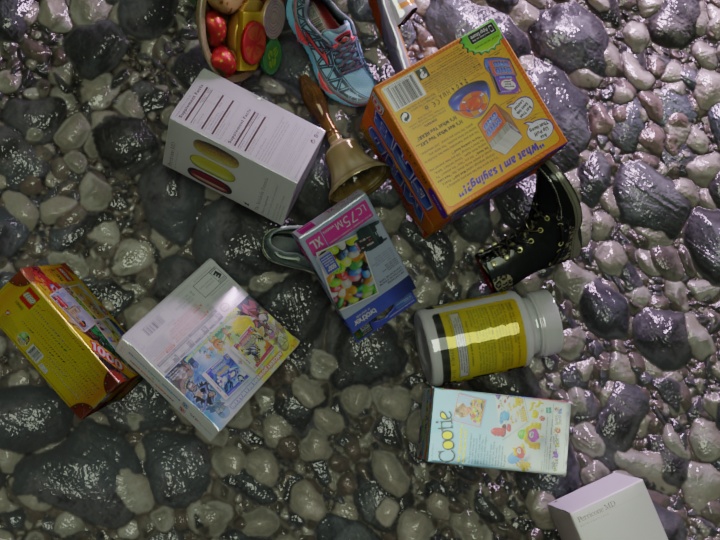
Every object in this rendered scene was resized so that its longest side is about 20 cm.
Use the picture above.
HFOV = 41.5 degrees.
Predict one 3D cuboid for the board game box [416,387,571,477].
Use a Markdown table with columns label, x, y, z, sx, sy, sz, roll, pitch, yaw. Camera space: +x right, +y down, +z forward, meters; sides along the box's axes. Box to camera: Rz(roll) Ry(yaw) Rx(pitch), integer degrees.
| label | x | y | z | sx | sy | sz | roll | pitch | yaw |
| --- | --- | --- | --- | --- | --- | --- | --- | --- | --- |
| board game box | 0.189 | 0.230 | 1.365 | 0.197 | 0.103 | 0.107 | 7 | 82 | -5 |

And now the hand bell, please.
| label | x | y | z | sx | sy | sz | roll | pitch | yaw |
| --- | --- | --- | --- | --- | --- | --- | --- | --- | --- |
| hand bell | -0.044 | -0.209 | 1.418 | 0.103 | 0.104 | 0.202 | -25 | 75 | -8 |

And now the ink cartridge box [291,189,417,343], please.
| label | x | y | z | sx | sy | sz | roll | pitch | yaw |
| --- | --- | --- | --- | --- | --- | --- | --- | --- | --- |
| ink cartridge box | 0.000 | 0.000 | 1.370 | 0.119 | 0.042 | 0.202 | -33 | 114 | -10 |

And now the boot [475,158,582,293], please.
| label | x | y | z | sx | sy | sz | roll | pitch | yaw |
| --- | --- | --- | --- | --- | --- | --- | --- | --- | --- |
| boot | 0.240 | -0.053 | 1.371 | 0.152 | 0.205 | 0.074 | -29 | 51 | -4 |

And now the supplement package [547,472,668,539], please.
| label | x | y | z | sx | sy | sz | roll | pitch | yaw |
| --- | --- | --- | --- | --- | --- | --- | --- | --- | --- |
| supplement package | 0.370 | 0.409 | 1.351 | 0.120 | 0.120 | 0.202 | -22 | 85 | -7 |

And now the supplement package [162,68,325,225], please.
| label | x | y | z | sx | sy | sz | roll | pitch | yaw |
| --- | --- | --- | --- | --- | --- | --- | --- | --- | --- |
| supplement package | -0.169 | -0.176 | 1.363 | 0.198 | 0.114 | 0.110 | 26 | 56 | -1 |

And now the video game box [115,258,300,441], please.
| label | x | y | z | sx | sy | sz | roll | pitch | yaw |
| --- | --- | --- | --- | --- | --- | --- | --- | --- | --- |
| video game box | -0.208 | 0.106 | 1.324 | 0.182 | 0.047 | 0.200 | 42 | 48 | 2 |

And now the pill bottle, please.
| label | x | y | z | sx | sy | sz | roll | pitch | yaw |
| --- | --- | --- | --- | --- | --- | --- | --- | --- | --- |
| pill bottle | 0.185 | 0.093 | 1.376 | 0.197 | 0.114 | 0.116 | -11 | 84 | -6 |

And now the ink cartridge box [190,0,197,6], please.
| label | x | y | z | sx | sy | sz | roll | pitch | yaw |
| --- | --- | --- | --- | --- | --- | --- | --- | --- | --- |
| ink cartridge box | -0.209 | -0.484 | 1.368 | 0.146 | 0.200 | 0.083 | -41 | 87 | -8 |

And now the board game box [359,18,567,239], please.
| label | x | y | z | sx | sy | sz | roll | pitch | yaw |
| --- | --- | --- | --- | --- | --- | --- | --- | --- | --- |
| board game box | 0.139 | -0.195 | 1.365 | 0.198 | 0.200 | 0.202 | -30 | 86 | -9 |

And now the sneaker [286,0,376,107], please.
| label | x | y | z | sx | sy | sz | roll | pitch | yaw |
| --- | --- | --- | --- | --- | --- | --- | --- | --- | --- |
| sneaker | -0.039 | -0.330 | 1.407 | 0.079 | 0.095 | 0.201 | -39 | 101 | -15 |

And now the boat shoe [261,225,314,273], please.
| label | x | y | z | sx | sy | sz | roll | pitch | yaw |
| --- | --- | --- | --- | --- | --- | --- | --- | --- | --- |
| boat shoe | -0.047 | -0.027 | 1.395 | 0.197 | 0.062 | 0.074 | 9 | 79 | -5 |

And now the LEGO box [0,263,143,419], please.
| label | x | y | z | sx | sy | sz | roll | pitch | yaw |
| --- | --- | --- | --- | --- | --- | --- | --- | --- | --- |
| LEGO box | -0.392 | 0.092 | 1.297 | 0.077 | 0.149 | 0.200 | -42 | 89 | 6 |

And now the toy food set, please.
| label | x | y | z | sx | sy | sz | roll | pitch | yaw |
| --- | --- | --- | --- | --- | --- | --- | --- | --- | --- |
| toy food set | -0.167 | -0.373 | 1.370 | 0.048 | 0.197 | 0.203 | 14 | 109 | 24 |

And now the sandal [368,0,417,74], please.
| label | x | y | z | sx | sy | sz | roll | pitch | yaw |
| --- | --- | --- | --- | --- | --- | --- | --- | --- | --- |
| sandal | 0.061 | -0.377 | 1.448 | 0.058 | 0.079 | 0.210 | -19 | 93 | -9 |
